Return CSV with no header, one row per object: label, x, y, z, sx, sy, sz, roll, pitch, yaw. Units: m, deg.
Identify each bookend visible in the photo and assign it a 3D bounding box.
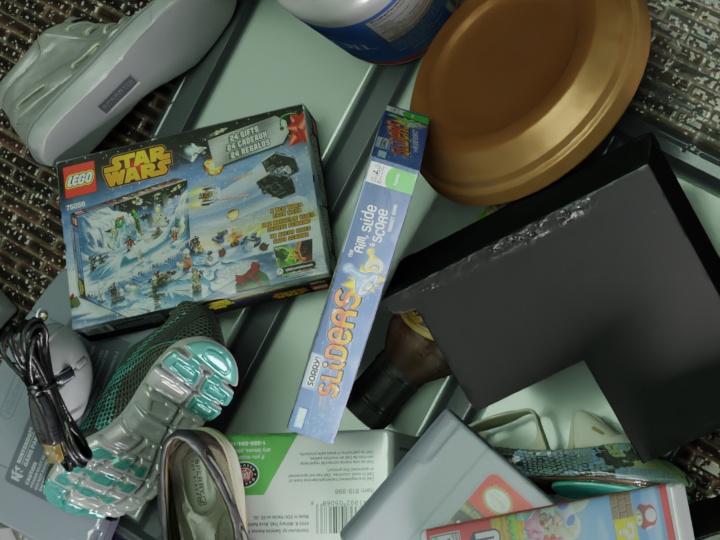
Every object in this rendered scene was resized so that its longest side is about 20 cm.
bookend,0.153,0.046,1.360,0.198,0.092,0.200,-28,100,16

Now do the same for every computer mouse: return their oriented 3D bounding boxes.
computer mouse,-0.216,0.072,1.444,0.044,0.200,0.110,-23,100,-3

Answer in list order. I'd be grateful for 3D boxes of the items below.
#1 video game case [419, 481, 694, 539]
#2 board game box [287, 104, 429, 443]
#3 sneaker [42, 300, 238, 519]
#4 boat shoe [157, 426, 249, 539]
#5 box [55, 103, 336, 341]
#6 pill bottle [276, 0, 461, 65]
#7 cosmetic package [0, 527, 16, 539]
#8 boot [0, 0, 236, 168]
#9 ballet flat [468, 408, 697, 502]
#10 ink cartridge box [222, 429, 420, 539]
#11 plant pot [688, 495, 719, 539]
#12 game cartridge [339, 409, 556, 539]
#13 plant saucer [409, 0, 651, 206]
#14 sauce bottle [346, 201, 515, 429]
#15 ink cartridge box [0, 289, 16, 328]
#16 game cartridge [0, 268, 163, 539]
video game case,0.128,0.218,1.270,0.200,0.017,0.143,-17,78,39
board game box,0.000,0.000,1.380,0.034,0.135,0.200,17,109,-1
sneaker,-0.159,0.101,1.482,0.200,0.078,0.091,-43,29,24
boat shoe,-0.102,0.204,1.390,0.072,0.065,0.201,-16,78,17
box,-0.123,-0.035,1.514,0.199,0.040,0.137,-12,71,11
pill bottle,-0.006,-0.219,1.433,0.112,0.200,0.113,-3,81,19
cosmetic package,-0.277,0.303,1.518,0.108,0.085,0.200,-36,74,14
boot,-0.194,-0.175,1.564,0.200,0.074,0.096,-41,56,-2
ballet flat,0.133,0.128,1.408,0.199,0.074,0.074,-2,82,17
ink cartridge box,-0.032,0.217,1.443,0.146,0.083,0.201,-3,81,19
plant pot,0.289,0.221,1.281,0.200,0.177,0.200,-19,76,17
game cartridge,0.090,0.206,1.356,0.200,0.041,0.133,40,94,12
plant saucer,0.108,-0.139,1.416,0.200,0.037,0.201,-27,44,29
sauce bottle,0.065,0.031,1.445,0.065,0.065,0.200,43,97,19
ink cartridge box,-0.397,0.004,1.569,0.145,0.145,0.200,-44,72,9
game cartridge,-0.220,0.107,1.552,0.133,0.040,0.200,23,90,17
